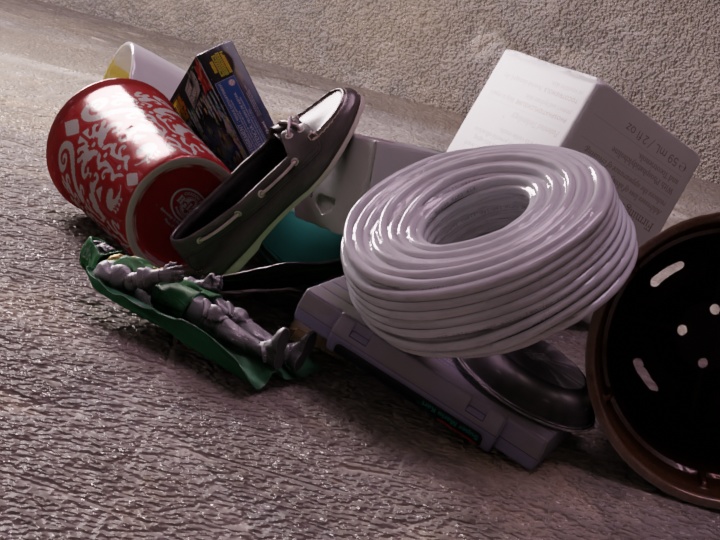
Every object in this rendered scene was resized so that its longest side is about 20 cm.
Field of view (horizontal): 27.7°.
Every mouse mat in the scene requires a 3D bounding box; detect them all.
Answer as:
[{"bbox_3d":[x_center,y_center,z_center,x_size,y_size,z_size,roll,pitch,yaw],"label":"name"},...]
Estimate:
[{"bbox_3d":[-0.053,0.004,1.173,0.160,0.008,0.199,-12,-4,37],"label":"mouse mat"}]

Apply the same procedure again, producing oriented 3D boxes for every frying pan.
[{"bbox_3d":[0.108,0.054,1.054,0.114,0.031,0.190,19,22,-26],"label":"frying pan"}]

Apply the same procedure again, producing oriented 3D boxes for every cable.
[{"bbox_3d":[0.085,-0.020,0.993,0.199,0.070,0.200,-19,28,1],"label":"cable"}]

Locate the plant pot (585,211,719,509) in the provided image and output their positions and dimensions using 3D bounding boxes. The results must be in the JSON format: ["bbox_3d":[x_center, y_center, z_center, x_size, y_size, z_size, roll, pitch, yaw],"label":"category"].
[{"bbox_3d":[0.263,0.057,1.069,0.199,0.202,0.198,15,4,7],"label":"plant pot"}]

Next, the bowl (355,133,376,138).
[{"bbox_3d":[-0.005,-0.088,1.575,0.199,0.106,0.201,13,12,-3],"label":"bowl"}]

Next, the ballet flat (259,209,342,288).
[{"bbox_3d":[0.000,0.000,1.317,0.199,0.068,0.070,17,-12,14],"label":"ballet flat"}]

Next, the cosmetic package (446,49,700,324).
[{"bbox_3d":[0.192,-0.082,1.450,0.167,0.201,0.166,28,3,-34],"label":"cosmetic package"}]

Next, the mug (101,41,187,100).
[{"bbox_3d":[-0.207,-0.155,1.575,0.152,0.150,0.187,17,17,-23],"label":"mug"}]

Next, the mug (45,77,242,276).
[{"bbox_3d":[-0.169,-0.079,1.301,0.176,0.134,0.200,5,18,-29],"label":"mug"}]

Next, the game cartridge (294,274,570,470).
[{"bbox_3d":[0.059,0.066,1.041,0.199,0.039,0.130,32,23,16],"label":"game cartridge"}]

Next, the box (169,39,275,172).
[{"bbox_3d":[-0.123,-0.119,1.356,0.040,0.138,0.200,-27,-1,-18],"label":"box"}]

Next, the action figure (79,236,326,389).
[{"bbox_3d":[-0.128,0.023,1.053,0.199,0.055,0.118,24,3,25],"label":"action figure"}]

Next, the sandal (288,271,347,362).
[{"bbox_3d":[-0.009,0.029,1.156,0.080,0.054,0.200,16,8,8],"label":"sandal"}]

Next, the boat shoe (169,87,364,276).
[{"bbox_3d":[-0.076,-0.078,1.189,0.057,0.200,0.067,38,3,-28],"label":"boat shoe"}]

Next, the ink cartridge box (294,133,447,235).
[{"bbox_3d":[0.063,-0.060,1.244,0.199,0.085,0.145,9,6,-25],"label":"ink cartridge box"}]

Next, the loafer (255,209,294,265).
[{"bbox_3d":[-0.015,-0.035,1.394,0.199,0.076,0.070,8,18,-24],"label":"loafer"}]
